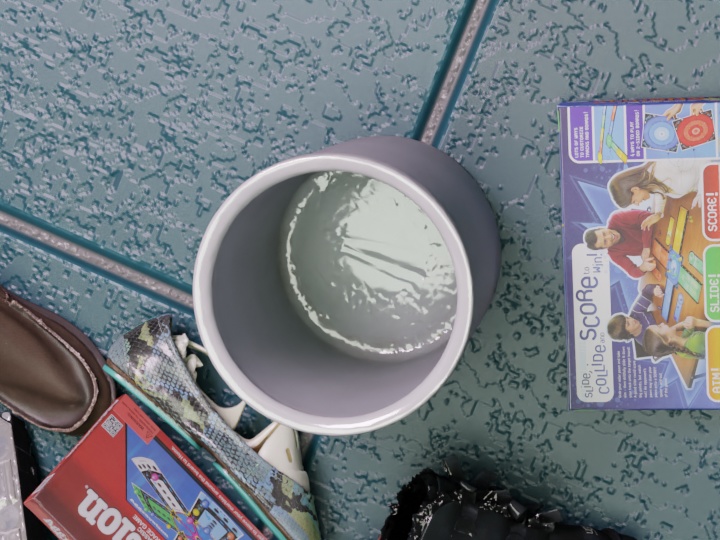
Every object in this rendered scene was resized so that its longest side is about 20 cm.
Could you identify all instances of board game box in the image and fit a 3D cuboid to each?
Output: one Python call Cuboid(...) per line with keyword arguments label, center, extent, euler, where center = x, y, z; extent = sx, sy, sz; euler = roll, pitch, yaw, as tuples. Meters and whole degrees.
Cuboid(label="board game box", center=(-0.120, 0.188, 1.659), extent=(0.200, 0.103, 0.019), euler=(46, 147, -9))
Cuboid(label="board game box", center=(0.198, -0.011, 1.614), extent=(0.135, 0.034, 0.201), euler=(0, 98, 11))

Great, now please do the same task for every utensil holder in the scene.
Cuboid(label="utensil holder", center=(0.000, 0.000, 1.568), extent=(0.169, 0.200, 0.171), euler=(2, 99, 10))

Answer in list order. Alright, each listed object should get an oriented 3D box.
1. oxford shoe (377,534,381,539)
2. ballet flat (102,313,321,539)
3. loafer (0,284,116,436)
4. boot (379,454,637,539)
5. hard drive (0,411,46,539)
Cuboid(label="oxford shoe", center=(0.043, 0.270, 1.680), extent=(0.074, 0.071, 0.201), euler=(-3, 93, -21))
Cuboid(label="ballet flat", center=(-0.082, 0.107, 1.670), extent=(0.200, 0.074, 0.074), euler=(45, 103, -2))
Cuboid(label="loafer", center=(-0.255, 0.046, 1.687), extent=(0.200, 0.071, 0.073), euler=(36, 103, 3))
Cuboid(label="boot", center=(0.081, 0.232, 1.625), extent=(0.162, 0.073, 0.199), euler=(18, 93, -17))
Cuboid(label="hard drive", center=(-0.278, 0.208, 1.684), extent=(0.139, 0.038, 0.201), euler=(-17, 64, 13))
